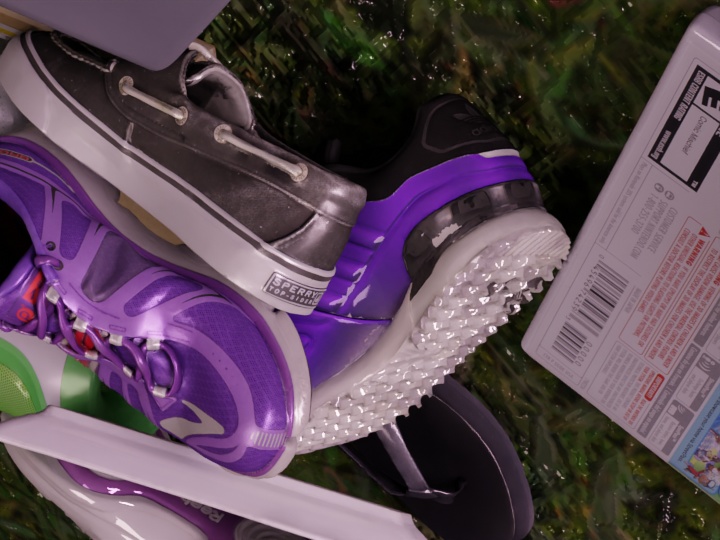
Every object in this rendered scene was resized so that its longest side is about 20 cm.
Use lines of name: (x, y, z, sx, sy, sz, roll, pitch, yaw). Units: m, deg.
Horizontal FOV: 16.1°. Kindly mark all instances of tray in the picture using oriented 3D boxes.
tray: (-0.059, 0.093, 1.113, 0.199, 0.022, 0.107, 17, 175, 7)

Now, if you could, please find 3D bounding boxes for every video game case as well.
video game case: (0.165, 0.022, 0.958, 0.182, 0.022, 0.200, 38, 140, 12)

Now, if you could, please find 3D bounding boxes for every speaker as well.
speaker: (-0.182, 0.021, 1.234, 0.199, 0.088, 0.089, 19, 134, 31)

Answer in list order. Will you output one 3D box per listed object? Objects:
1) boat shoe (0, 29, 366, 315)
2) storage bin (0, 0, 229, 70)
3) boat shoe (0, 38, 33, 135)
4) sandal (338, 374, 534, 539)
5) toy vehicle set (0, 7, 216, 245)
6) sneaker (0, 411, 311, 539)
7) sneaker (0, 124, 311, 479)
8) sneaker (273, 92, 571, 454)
boat shoe: (-0.071, -0.058, 1.037, 0.200, 0.071, 0.064, 37, 103, 34)
storage bin: (-0.088, -0.173, 0.954, 0.134, 0.146, 0.200, 27, 146, -19)
boat shoe: (-0.213, -0.064, 1.164, 0.200, 0.070, 0.072, -12, 109, 42)
sandal: (-0.003, 0.051, 1.124, 0.200, 0.043, 0.076, 49, 142, -2)
toy vehicle set: (-0.147, -0.076, 1.162, 0.199, 0.027, 0.125, 24, 136, 27)
sneaker: (-0.105, 0.136, 1.256, 0.200, 0.075, 0.100, 36, 130, 17)
sneaker: (-0.106, 0.020, 1.035, 0.200, 0.083, 0.081, 37, 119, 22)
sneaker: (0.001, 0.000, 1.046, 0.200, 0.069, 0.100, -42, 65, 37)
